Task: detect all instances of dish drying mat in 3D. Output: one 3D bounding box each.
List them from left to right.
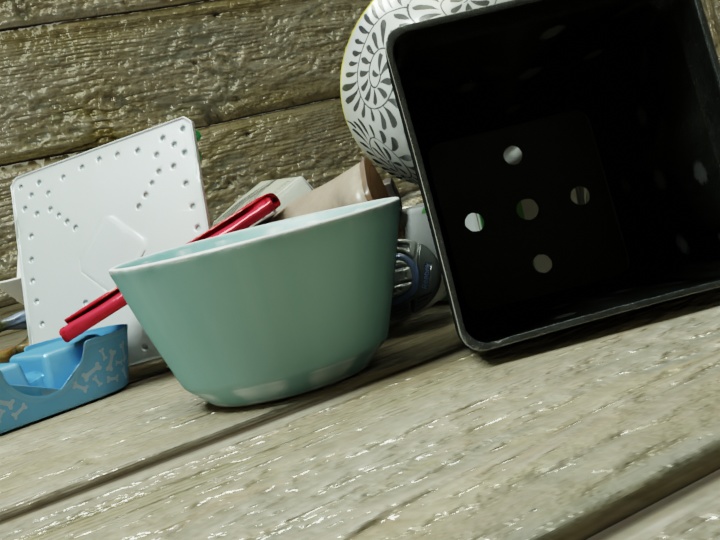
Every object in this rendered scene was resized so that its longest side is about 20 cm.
[{"bbox_3d":[-0.154,-0.006,0.949,0.199,0.018,0.077,-32,5,3],"label":"dish drying mat"}]

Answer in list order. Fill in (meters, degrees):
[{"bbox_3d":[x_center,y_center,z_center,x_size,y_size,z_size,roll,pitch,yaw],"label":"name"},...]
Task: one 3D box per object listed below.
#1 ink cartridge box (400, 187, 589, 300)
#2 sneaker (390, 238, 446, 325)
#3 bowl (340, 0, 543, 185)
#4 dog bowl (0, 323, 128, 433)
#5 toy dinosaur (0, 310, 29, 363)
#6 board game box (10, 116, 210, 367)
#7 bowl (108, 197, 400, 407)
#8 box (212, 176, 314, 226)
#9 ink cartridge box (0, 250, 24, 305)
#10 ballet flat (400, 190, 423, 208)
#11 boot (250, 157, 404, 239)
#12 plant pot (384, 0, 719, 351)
[{"bbox_3d":[0.144,-0.039,1.020,0.198,0.085,0.145,-17,5,-29],"label":"ink cartridge box"},{"bbox_3d":[-0.017,0.028,0.932,0.198,0.076,0.087,-9,-11,23],"label":"sneaker"},{"bbox_3d":[0.089,-0.135,0.912,0.198,0.203,0.095,-14,33,-5],"label":"bowl"},{"bbox_3d":[-0.273,0.093,0.934,0.199,0.050,0.111,-18,7,-42],"label":"dog bowl"},{"bbox_3d":[-0.284,0.060,1.146,0.180,0.106,0.199,6,-19,-39],"label":"toy dinosaur"},{"bbox_3d":[-0.214,-0.012,1.036,0.198,0.203,0.026,-16,-14,20],"label":"board game box"},{"bbox_3d":[-0.058,0.024,0.780,0.198,0.106,0.201,-15,5,1],"label":"bowl"},{"bbox_3d":[-0.091,-0.047,1.219,0.082,0.069,0.200,-42,12,-12],"label":"box"},{"bbox_3d":[-0.281,0.012,1.227,0.116,0.068,0.200,-12,-25,15],"label":"ink cartridge box"},{"bbox_3d":[0.001,-0.017,1.207,0.198,0.067,0.047,-28,39,15],"label":"ballet flat"},{"bbox_3d":[-0.040,-0.032,0.956,0.145,0.071,0.200,-22,1,8],"label":"boot"},{"bbox_3d":[0.129,-0.060,0.781,0.197,0.202,0.177,-14,-7,-4],"label":"plant pot"}]
